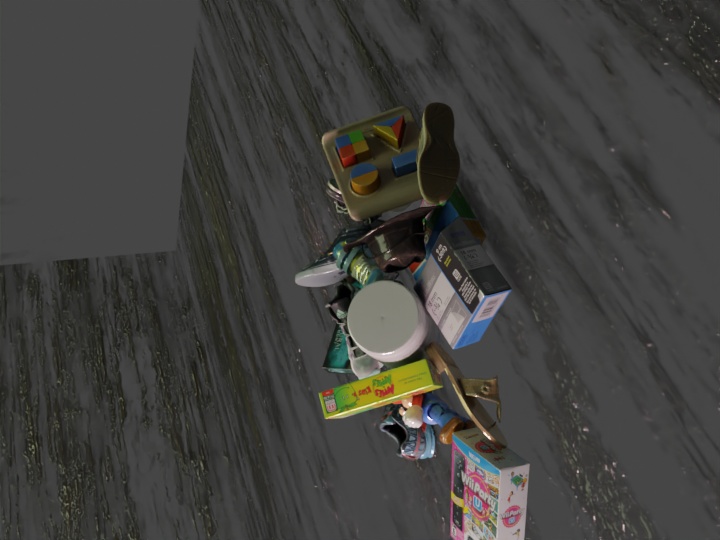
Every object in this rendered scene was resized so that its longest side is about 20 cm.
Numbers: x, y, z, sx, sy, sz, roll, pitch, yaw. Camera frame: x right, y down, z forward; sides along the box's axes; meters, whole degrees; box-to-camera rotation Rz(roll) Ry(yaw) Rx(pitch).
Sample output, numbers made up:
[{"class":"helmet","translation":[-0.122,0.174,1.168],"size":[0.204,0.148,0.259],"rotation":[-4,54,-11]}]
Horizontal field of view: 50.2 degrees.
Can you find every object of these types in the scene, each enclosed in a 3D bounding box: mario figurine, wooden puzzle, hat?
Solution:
[{"class":"mario figurine","translation":[0.118,0.264,1.422],"size":[0.200,0.106,0.124],"rotation":[37,156,48]},{"class":"wooden puzzle","translation":[0.038,-0.208,1.419],"size":[0.046,0.184,0.201],"rotation":[77,173,-62]},{"class":"hat","translation":[0.069,-0.044,1.300],"size":[0.082,0.199,0.200],"rotation":[64,154,4]}]

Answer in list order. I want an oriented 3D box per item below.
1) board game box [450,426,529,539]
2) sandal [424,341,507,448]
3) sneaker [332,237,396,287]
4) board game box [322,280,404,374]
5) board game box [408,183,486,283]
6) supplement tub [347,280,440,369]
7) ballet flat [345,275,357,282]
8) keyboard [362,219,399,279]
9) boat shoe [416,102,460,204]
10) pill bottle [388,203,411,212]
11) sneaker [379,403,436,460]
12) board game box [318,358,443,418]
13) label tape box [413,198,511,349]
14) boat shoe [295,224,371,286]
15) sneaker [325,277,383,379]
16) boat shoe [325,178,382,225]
[{"class":"board game box","translation":[0.214,0.389,1.297],"size":[0.147,0.064,0.202],"rotation":[-152,60,-62]},{"class":"sandal","translation":[0.195,0.190,1.282],"size":[0.070,0.077,0.212],"rotation":[-44,68,15]},{"class":"sneaker","translation":[0.000,0.000,1.483],"size":[0.080,0.130,0.200],"rotation":[-60,3,13]},{"class":"board game box","translation":[0.007,0.115,1.573],"size":[0.134,0.028,0.202],"rotation":[-3,59,38]},{"class":"board game box","translation":[0.145,-0.046,1.383],"size":[0.201,0.040,0.154],"rotation":[109,147,-45]},{"class":"supplement tub","translation":[0.064,0.103,1.358],"size":[0.200,0.131,0.133],"rotation":[47,-154,-68]},{"class":"ballet flat","translation":[-0.028,0.030,1.706],"size":[0.067,0.046,0.202],"rotation":[107,169,-72]},{"class":"keyboard","translation":[0.049,-0.044,1.639],"size":[0.200,0.020,0.129],"rotation":[-157,66,-65]},{"class":"boat shoe","translation":[0.130,-0.193,1.325],"size":[0.065,0.071,0.202],"rotation":[103,170,-62]},{"class":"pill bottle","translation":[0.036,-0.193,1.517],"size":[0.200,0.110,0.112],"rotation":[-125,36,-49]},{"class":"sneaker","translation":[0.079,0.287,1.546],"size":[0.080,0.095,0.201],"rotation":[108,147,-42]},{"class":"board game box","translation":[0.038,0.209,1.345],"size":[0.102,0.198,0.048],"rotation":[32,-140,-71]},{"class":"label tape box","translation":[0.148,0.005,1.268],"size":[0.201,0.063,0.145],"rotation":[58,146,30]},{"class":"boat shoe","translation":[-0.055,-0.031,1.678],"size":[0.071,0.199,0.092],"rotation":[38,-141,-57]},{"class":"sneaker","translation":[-0.021,0.106,1.477],"size":[0.077,0.140,0.201],"rotation":[-27,47,22]},{"class":"boat shoe","translation":[-0.016,-0.132,1.556],"size":[0.073,0.199,0.063],"rotation":[46,105,26]}]
